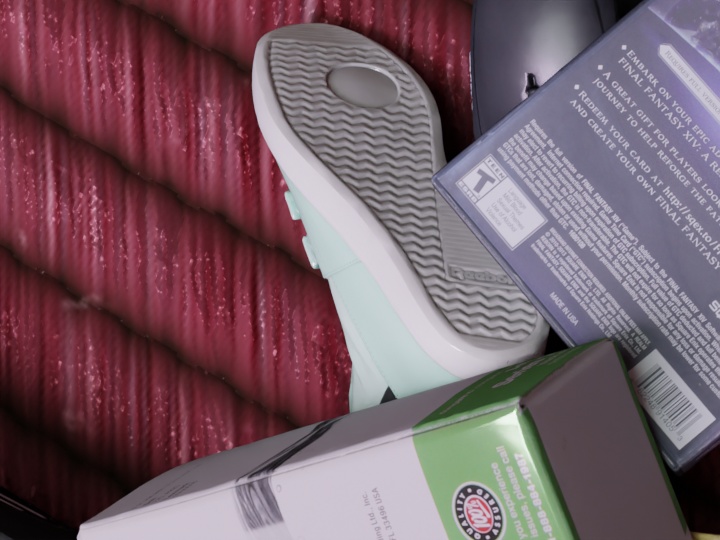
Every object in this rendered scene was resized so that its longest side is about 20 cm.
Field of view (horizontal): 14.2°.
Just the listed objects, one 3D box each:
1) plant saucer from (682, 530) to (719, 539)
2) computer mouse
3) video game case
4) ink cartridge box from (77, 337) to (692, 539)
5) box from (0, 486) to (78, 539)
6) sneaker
[{"bbox_3d":[0.072,0.179,1.107,0.200,0.048,0.200,5,107,28],"label":"plant saucer"},{"bbox_3d":[0.101,-0.049,1.094,0.140,0.046,0.201,1,93,31],"label":"computer mouse"},{"bbox_3d":[0.146,-0.044,1.047,0.200,0.019,0.143,-40,73,1],"label":"video game case"},{"bbox_3d":[0.016,0.124,1.043,0.200,0.084,0.146,-17,98,32],"label":"ink cartridge box"},{"bbox_3d":[-0.174,0.149,1.185,0.200,0.149,0.124,28,88,25],"label":"box"},{"bbox_3d":[0.000,0.000,1.140,0.201,0.074,0.118,61,149,36],"label":"sneaker"}]
